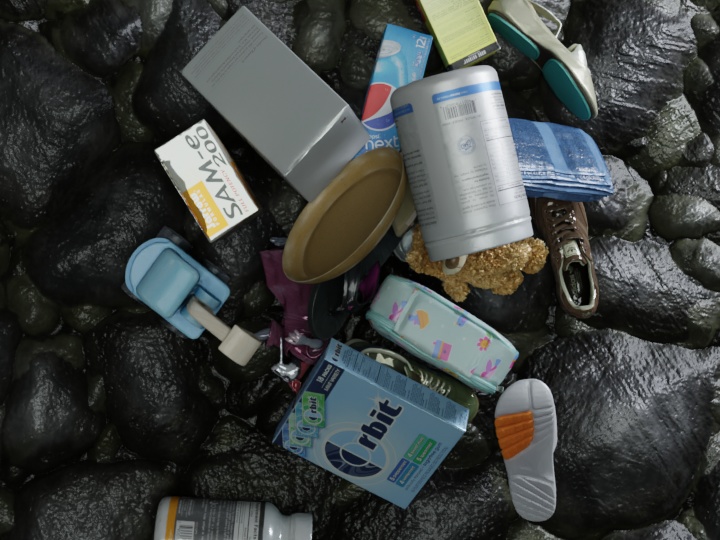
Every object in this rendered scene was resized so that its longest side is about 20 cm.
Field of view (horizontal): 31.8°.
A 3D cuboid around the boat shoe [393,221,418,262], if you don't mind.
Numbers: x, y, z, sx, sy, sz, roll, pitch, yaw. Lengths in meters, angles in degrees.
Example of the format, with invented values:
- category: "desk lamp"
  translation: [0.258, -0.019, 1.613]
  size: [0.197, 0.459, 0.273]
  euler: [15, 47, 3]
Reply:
- category: "boat shoe"
  translation: [0.128, -0.078, 1.630]
  size: [0.200, 0.065, 0.075]
  euler: [-28, 93, -1]

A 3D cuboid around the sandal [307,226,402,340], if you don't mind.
- category: "sandal"
  translation: [0.000, -0.001, 1.562]
  size: [0.202, 0.048, 0.076]
  euler: [-56, 133, -22]

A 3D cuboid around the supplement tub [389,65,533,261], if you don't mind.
- category: "supplement tub"
  translation: [0.116, -0.123, 1.455]
  size: [0.130, 0.132, 0.203]
  euler: [-13, 93, -2]

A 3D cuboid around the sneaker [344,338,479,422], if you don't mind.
- category: "sneaker"
  translation: [0.064, 0.150, 1.624]
  size: [0.198, 0.090, 0.068]
  euler: [25, 90, -4]

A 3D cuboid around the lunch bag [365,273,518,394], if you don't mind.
- category: "lunch bag"
  translation: [0.103, 0.084, 1.593]
  size: [0.198, 0.160, 0.078]
  euler: [32, 86, 2]

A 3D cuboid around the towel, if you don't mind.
- category: "towel"
  translation: [0.222, -0.144, 1.587]
  size: [0.197, 0.049, 0.113]
  euler: [3, 54, -29]

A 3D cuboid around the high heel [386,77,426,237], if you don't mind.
- category: "high heel"
  translation: [0.090, -0.141, 1.599]
  size: [0.070, 0.142, 0.203]
  euler: [16, 99, 18]

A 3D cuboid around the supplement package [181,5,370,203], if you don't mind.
- category: "supplement package"
  translation: [-0.102, -0.203, 1.557]
  size: [0.117, 0.117, 0.200]
  euler: [-45, 70, 0]

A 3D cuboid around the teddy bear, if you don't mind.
- category: "teddy bear"
  translation: [0.151, -0.013, 1.585]
  size: [0.144, 0.199, 0.068]
  euler: [-25, 57, 24]

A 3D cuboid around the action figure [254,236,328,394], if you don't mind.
- category: "action figure"
  translation: [-0.076, 0.057, 1.628]
  size: [0.148, 0.133, 0.204]
  euler: [-11, 110, -44]

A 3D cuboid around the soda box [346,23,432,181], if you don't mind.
- category: "soda box"
  translation: [0.035, -0.206, 1.619]
  size: [0.063, 0.068, 0.203]
  euler: [14, 92, -4]

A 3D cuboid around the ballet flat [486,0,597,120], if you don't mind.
- category: "ballet flat"
  translation: [0.249, -0.285, 1.631]
  size: [0.069, 0.069, 0.200]
  euler: [-44, 94, 0]

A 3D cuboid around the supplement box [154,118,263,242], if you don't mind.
- category: "supplement box"
  translation: [-0.180, -0.107, 1.547]
  size: [0.073, 0.200, 0.127]
  euler: [-32, 94, -1]

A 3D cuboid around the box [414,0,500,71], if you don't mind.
- category: "box"
  translation: [0.105, -0.358, 1.625]
  size: [0.074, 0.050, 0.202]
  euler: [-26, 94, -1]

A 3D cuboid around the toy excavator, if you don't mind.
- category: "toy excavator"
  translation: [-0.208, 0.040, 1.552]
  size: [0.194, 0.200, 0.100]
  euler: [38, 91, -3]

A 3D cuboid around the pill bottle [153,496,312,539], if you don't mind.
- category: "pill bottle"
  translation: [-0.162, 0.352, 1.610]
  size: [0.196, 0.116, 0.119]
  euler: [4, 92, -4]

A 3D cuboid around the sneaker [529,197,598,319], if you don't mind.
- category: "sneaker"
  translation: [0.272, -0.037, 1.634]
  size: [0.069, 0.076, 0.203]
  euler: [-17, 94, -2]

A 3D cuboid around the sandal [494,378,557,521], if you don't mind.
- category: "sandal"
  translation: [0.220, 0.228, 1.657]
  size: [0.078, 0.059, 0.210]
  euler: [-1, 113, 13]

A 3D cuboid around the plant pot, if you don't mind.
- category: "plant pot"
  translation: [-0.015, -0.061, 1.511]
  size: [0.027, 0.200, 0.201]
  euler: [41, 90, -26]

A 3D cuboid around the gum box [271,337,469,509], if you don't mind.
- category: "gum box"
  translation: [0.011, 0.197, 1.597]
  size: [0.198, 0.045, 0.171]
  euler: [28, 127, -7]
